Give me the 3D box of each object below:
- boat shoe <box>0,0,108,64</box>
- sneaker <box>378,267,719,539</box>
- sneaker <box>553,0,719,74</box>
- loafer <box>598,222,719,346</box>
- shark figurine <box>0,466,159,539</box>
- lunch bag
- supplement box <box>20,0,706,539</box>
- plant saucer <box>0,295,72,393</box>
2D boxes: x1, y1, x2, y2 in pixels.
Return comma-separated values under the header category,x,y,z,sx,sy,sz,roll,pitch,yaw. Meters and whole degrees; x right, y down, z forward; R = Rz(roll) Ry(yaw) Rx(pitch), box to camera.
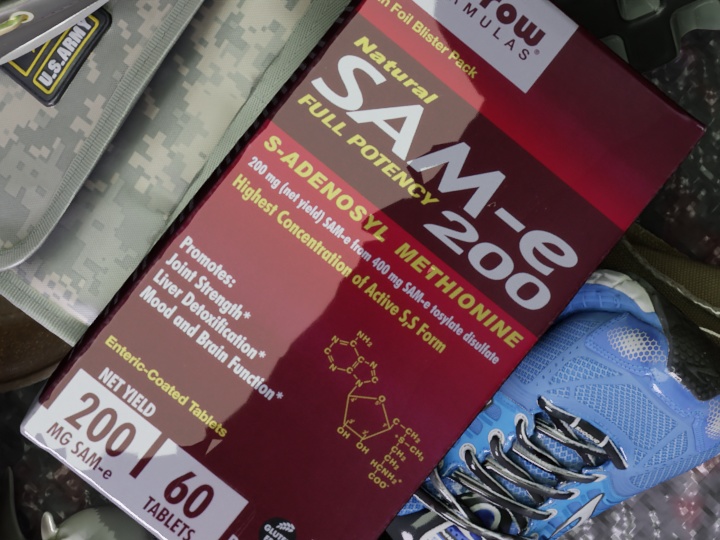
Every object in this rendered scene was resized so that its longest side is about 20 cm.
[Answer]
category,x,y,z,sx,sy,sz,roll,pitch,yaw
boat shoe,-0.071,-0.125,0.761,0.201,0.060,0.072,-34,87,17
sneaker,0.058,0.066,0.824,0.079,0.089,0.200,42,149,-6
sneaker,0.134,-0.129,0.843,0.199,0.089,0.074,-16,119,-6
loafer,0.161,0.028,0.855,0.200,0.076,0.068,29,102,0
shark figurine,-0.079,0.120,0.916,0.089,0.214,0.129,8,65,-22
lunch bag,-0.056,-0.050,0.850,0.200,0.118,0.164,34,94,-2
supplement box,0.000,0.000,0.770,0.109,0.061,0.200,38,92,-6
plant saucer,-0.152,-0.054,0.948,0.200,0.037,0.201,2,97,16
